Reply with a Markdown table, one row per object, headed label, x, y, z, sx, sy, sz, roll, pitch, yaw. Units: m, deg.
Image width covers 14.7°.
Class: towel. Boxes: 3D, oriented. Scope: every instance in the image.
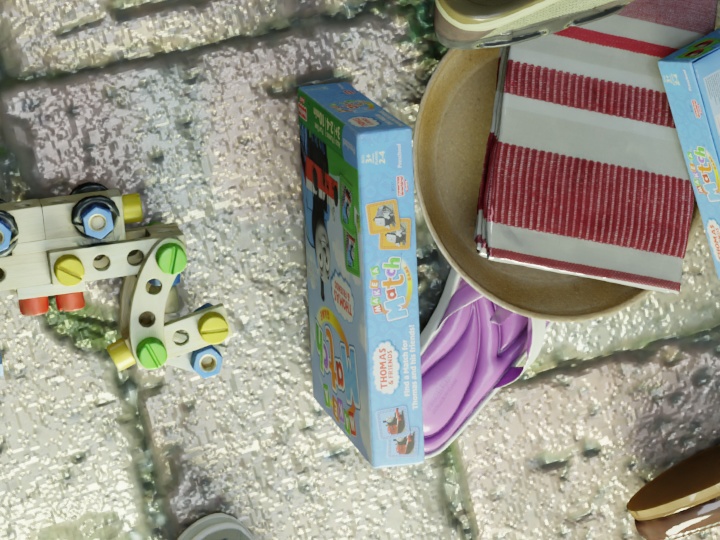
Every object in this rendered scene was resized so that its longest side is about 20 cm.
| label | x | y | z | sx | sy | sz | roll | pitch | yaw |
| --- | --- | --- | --- | --- | --- | --- | --- | --- | --- |
| towel | 0.147 | -0.095 | 1.719 | 0.144 | 0.023 | 0.200 | 10 | 84 | -22 |

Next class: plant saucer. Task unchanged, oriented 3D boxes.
| label | x | y | z | sx | sy | sz | roll | pitch | yaw |
| --- | --- | --- | --- | --- | --- | --- | --- | --- | --- |
| plant saucer | 0.119 | -0.067 | 1.736 | 0.200 | 0.035 | 0.201 | 1 | 86 | -20 |

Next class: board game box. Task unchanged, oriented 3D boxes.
| label | x | y | z | sx | sy | sz | roll | pitch | yaw |
| --- | --- | --- | --- | --- | --- | --- | --- | --- | --- |
| board game box | 0.288 | -0.101 | 1.763 | 0.200 | 0.037 | 0.152 | -28 | 111 | -29 |
| board game box | 0.000 | 0.000 | 1.670 | 0.037 | 0.151 | 0.200 | -7 | 105 | -13 |

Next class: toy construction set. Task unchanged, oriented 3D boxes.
| label | x | y | z | sx | sy | sz | roll | pitch | yaw |
| --- | --- | --- | --- | --- | --- | --- | --- | --- | --- |
| toy construction set | -0.178 | 0.020 | 1.670 | 0.200 | 0.092 | 0.131 | -12 | 107 | -24 |

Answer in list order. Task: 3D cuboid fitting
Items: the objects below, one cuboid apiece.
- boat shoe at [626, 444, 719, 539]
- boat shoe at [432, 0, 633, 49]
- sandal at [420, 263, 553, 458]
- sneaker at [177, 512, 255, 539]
| label | x | y | z | sx | sy | sz | roll | pitch | yaw |
| --- | --- | --- | --- | --- | --- | --- | --- | --- | --- |
| boat shoe | 0.274 | 0.138 | 1.834 | 0.200 | 0.070 | 0.070 | -25 | 105 | -9 |
| boat shoe | 0.130 | -0.183 | 1.669 | 0.201 | 0.066 | 0.072 | -21 | 74 | -19 |
| sandal | 0.085 | 0.036 | 1.765 | 0.082 | 0.050 | 0.203 | 28 | 94 | -21 |
| sneaker | -0.052 | 0.250 | 1.762 | 0.075 | 0.082 | 0.200 | -37 | 110 | -5 |
